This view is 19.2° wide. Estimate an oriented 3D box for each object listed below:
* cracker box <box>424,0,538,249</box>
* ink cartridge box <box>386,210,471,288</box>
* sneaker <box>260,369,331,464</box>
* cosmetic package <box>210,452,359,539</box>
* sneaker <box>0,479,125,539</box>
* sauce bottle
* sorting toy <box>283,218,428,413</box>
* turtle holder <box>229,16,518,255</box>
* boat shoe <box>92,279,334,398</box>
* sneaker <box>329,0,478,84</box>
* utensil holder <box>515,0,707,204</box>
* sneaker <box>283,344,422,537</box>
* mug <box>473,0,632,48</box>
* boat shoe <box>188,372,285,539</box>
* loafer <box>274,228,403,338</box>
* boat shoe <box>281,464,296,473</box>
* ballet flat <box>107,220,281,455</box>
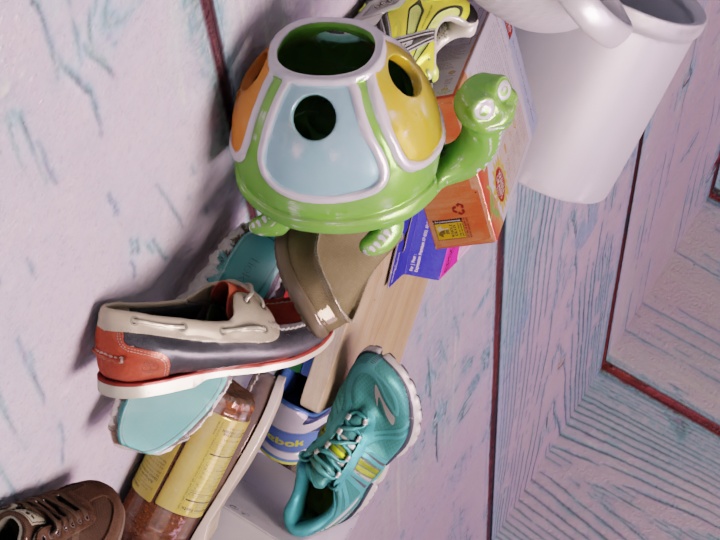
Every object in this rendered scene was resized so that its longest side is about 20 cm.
[{"bbox_3d":[0.088,-0.127,1.720,0.200,0.057,0.134,-65,144,-54],"label":"cracker box"},{"bbox_3d":[0.084,-0.057,1.835,0.200,0.037,0.095,-40,148,-54],"label":"ink cartridge box"},{"bbox_3d":[-0.022,0.087,1.940,0.200,0.074,0.082,-53,162,-31],"label":"sneaker"},{"bbox_3d":[-0.120,0.286,1.893,0.200,0.123,0.200,-63,167,11],"label":"cosmetic package"},{"bbox_3d":[-0.222,0.190,1.460,0.200,0.070,0.076,-44,155,-51],"label":"sneaker"},{"bbox_3d":[-0.152,0.175,1.686,0.201,0.066,0.066,-61,166,10],"label":"sauce bottle"},{"bbox_3d":[0.000,0.000,1.825,0.199,0.069,0.201,-23,133,-67],"label":"sorting toy"},{"bbox_3d":[-0.001,-0.095,1.443,0.141,0.185,0.132,-47,147,-34],"label":"turtle holder"},{"bbox_3d":[-0.099,0.039,1.488,0.199,0.071,0.063,-12,109,-37],"label":"boat shoe"},{"bbox_3d":[0.014,-0.151,1.591,0.200,0.076,0.075,-53,166,-19],"label":"sneaker"},{"bbox_3d":[0.206,-0.187,1.999,0.201,0.170,0.170,-64,165,24],"label":"utensil holder"},{"bbox_3d":[-0.009,0.149,1.764,0.080,0.077,0.201,-28,149,-47],"label":"sneaker"},{"bbox_3d":[0.134,-0.247,1.580,0.147,0.200,0.175,-39,162,14],"label":"mug"},{"bbox_3d":[-0.127,0.165,1.746,0.201,0.059,0.072,-61,178,10],"label":"boat shoe"},{"bbox_3d":[-0.011,-0.028,1.523,0.076,0.067,0.200,58,23,-28],"label":"loafer"},{"bbox_3d":[-0.033,0.152,2.043,0.072,0.065,0.201,-2,124,-51],"label":"boat shoe"},{"bbox_3d":[-0.119,0.053,1.567,0.200,0.072,0.072,-55,165,-13],"label":"ballet flat"}]
